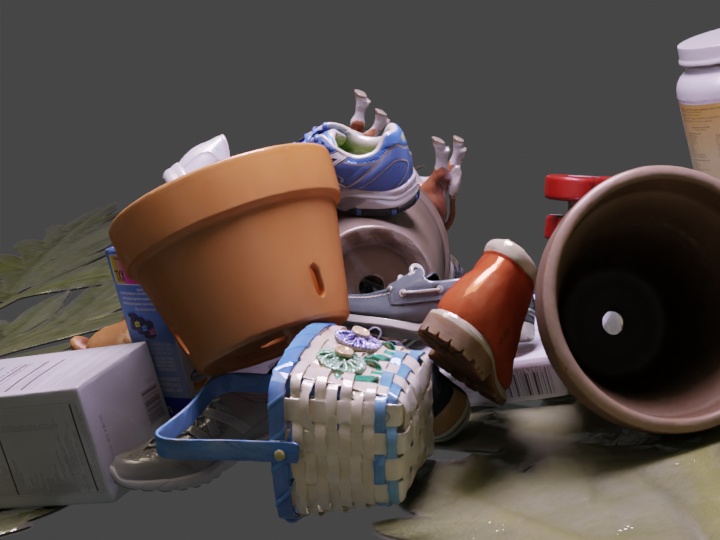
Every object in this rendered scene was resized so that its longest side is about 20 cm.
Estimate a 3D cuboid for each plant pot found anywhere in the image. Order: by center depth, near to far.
[{"bbox_3d":[0.219,0.032,1.403,0.198,0.202,0.175,-17,-4,-11],"label":"plant pot"},{"bbox_3d":[-0.094,-0.002,1.484,0.198,0.141,0.200,-21,-10,-4],"label":"plant pot"},{"bbox_3d":[0.000,0.000,1.686,0.198,0.202,0.174,-16,11,-5],"label":"plant pot"}]

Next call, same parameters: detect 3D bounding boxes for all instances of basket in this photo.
[{"bbox_3d":[-0.046,0.116,1.405,0.198,0.141,0.176,-3,15,13],"label":"basket"}]

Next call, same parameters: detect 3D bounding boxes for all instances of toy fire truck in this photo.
[{"bbox_3d":[0.283,-0.038,1.792,0.166,0.114,0.199,-1,5,-31],"label":"toy fire truck"}]

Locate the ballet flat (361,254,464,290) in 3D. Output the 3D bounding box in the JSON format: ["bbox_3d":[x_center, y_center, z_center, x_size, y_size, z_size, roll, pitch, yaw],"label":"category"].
[{"bbox_3d":[0.049,-0.002,1.839,0.199,0.073,0.072,17,-10,-38],"label":"ballet flat"}]

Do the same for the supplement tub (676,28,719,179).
[{"bbox_3d":[0.417,-0.156,1.891,0.143,0.202,0.144,-14,13,3],"label":"supplement tub"}]

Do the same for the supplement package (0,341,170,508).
[{"bbox_3d":[-0.286,0.144,1.626,0.198,0.115,0.109,-7,16,32],"label":"supplement package"}]

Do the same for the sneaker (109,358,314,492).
[{"bbox_3d":[-0.133,0.133,1.561,0.198,0.083,0.075,-21,14,-25],"label":"sneaker"}]

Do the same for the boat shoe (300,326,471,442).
[{"bbox_3d":[0.013,0.088,1.526,0.075,0.062,0.199,-51,39,-14],"label":"boat shoe"}]

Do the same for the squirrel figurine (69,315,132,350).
[{"bbox_3d":[-0.202,0.047,1.745,0.140,0.202,0.186,1,7,31],"label":"squirrel figurine"}]

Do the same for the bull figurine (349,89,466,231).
[{"bbox_3d":[0.014,-0.103,1.791,0.198,0.122,0.065,22,19,-19],"label":"bull figurine"}]

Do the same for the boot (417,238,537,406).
[{"bbox_3d":[0.106,0.042,1.421,0.108,0.075,0.200,-57,-13,-11],"label":"boot"}]

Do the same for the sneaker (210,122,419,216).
[{"bbox_3d":[-0.045,-0.098,1.624,0.198,0.078,0.076,-1,28,7],"label":"sneaker"}]

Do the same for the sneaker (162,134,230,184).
[{"bbox_3d":[-0.108,-0.050,1.782,0.088,0.200,0.075,-41,35,-3],"label":"sneaker"}]

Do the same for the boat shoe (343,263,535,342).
[{"bbox_3d":[0.060,0.027,1.555,0.198,0.063,0.073,2,-10,24],"label":"boat shoe"}]

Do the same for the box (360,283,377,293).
[{"bbox_3d":[-0.087,-0.020,1.911,0.198,0.199,0.124,-14,12,8],"label":"box"}]

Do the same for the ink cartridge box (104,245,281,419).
[{"bbox_3d":[-0.141,0.052,1.649,0.136,0.202,0.076,-26,17,-39],"label":"ink cartridge box"}]

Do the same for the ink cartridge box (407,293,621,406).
[{"bbox_3d":[0.131,0.071,1.610,0.198,0.041,0.200,-10,14,31],"label":"ink cartridge box"}]
